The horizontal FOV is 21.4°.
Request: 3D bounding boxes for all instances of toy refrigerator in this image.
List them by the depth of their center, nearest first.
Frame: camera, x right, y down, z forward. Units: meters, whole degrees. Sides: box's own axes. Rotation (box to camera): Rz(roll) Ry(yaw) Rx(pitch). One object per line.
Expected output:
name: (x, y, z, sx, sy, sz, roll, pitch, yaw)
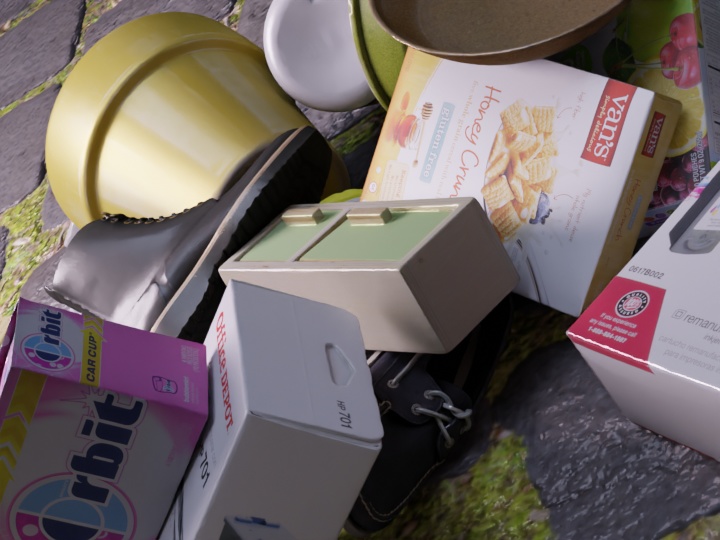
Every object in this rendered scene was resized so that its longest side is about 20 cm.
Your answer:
toy refrigerator: (0.000, 0.000, 1.205, 0.076, 0.070, 0.199, -42, 23, -28)

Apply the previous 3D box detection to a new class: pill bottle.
pill bottle: (-0.001, -0.183, 1.491, 0.109, 0.110, 0.200, -31, 1, 15)

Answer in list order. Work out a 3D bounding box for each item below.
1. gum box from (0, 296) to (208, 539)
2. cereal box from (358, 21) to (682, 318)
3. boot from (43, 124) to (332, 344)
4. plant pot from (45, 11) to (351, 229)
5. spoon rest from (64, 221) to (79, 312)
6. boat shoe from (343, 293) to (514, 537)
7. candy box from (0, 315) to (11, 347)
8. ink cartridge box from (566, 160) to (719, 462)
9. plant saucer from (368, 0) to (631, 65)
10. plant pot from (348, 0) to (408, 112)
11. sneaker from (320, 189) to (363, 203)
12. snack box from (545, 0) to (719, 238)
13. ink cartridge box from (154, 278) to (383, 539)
gum box: (-0.172, 0.124, 1.111, 0.066, 0.113, 0.201, -98, 28, -55)
cereal box: (0.094, -0.065, 1.204, 0.199, 0.039, 0.145, 22, 97, 41)
boot: (-0.124, -0.035, 1.323, 0.138, 0.078, 0.201, 28, 75, 32)
plant pot: (-0.111, -0.075, 1.461, 0.201, 0.201, 0.189, -45, 45, -10)
spoon rest: (-0.207, 0.016, 1.559, 0.200, 0.060, 0.100, -108, 36, -57)
boat shoe: (0.039, 0.077, 1.169, 0.062, 0.073, 0.201, -17, 31, 40)
candy box: (-0.346, 0.133, 1.568, 0.115, 0.055, 0.201, -16, 37, 38)
ink cartridge box: (0.231, 0.005, 1.026, 0.200, 0.086, 0.147, -49, 29, -13)
plant saucer: (0.103, -0.191, 1.218, 0.199, 0.036, 0.201, -13, 43, 12)
plant pot: (0.126, -0.197, 1.354, 0.192, 0.201, 0.201, 5, 50, 38)
sneaker: (-0.050, 0.011, 1.346, 0.199, 0.075, 0.085, -36, 29, -12)
snack box: (0.145, -0.088, 1.226, 0.199, 0.053, 0.143, -15, 70, 38)
ink cartridge box: (-0.068, 0.131, 1.114, 0.147, 0.085, 0.201, -104, 33, -60)
